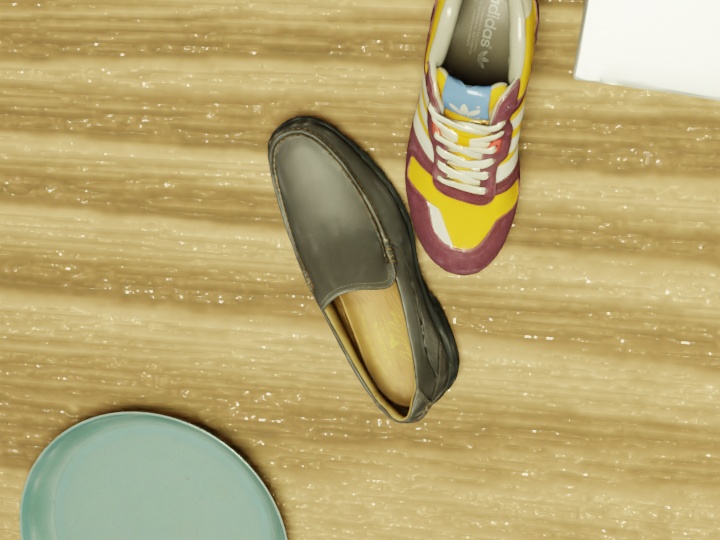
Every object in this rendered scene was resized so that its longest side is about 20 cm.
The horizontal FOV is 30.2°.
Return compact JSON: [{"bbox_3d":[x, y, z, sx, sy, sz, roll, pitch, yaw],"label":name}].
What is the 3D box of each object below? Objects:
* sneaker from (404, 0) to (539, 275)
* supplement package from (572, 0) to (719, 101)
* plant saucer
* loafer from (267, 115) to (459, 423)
[{"bbox_3d":[0.060,-0.086,0.767,0.074,0.090,0.202,7,109,10],"label":"sneaker"},{"bbox_3d":[0.172,-0.156,0.660,0.112,0.200,0.111,10,110,8],"label":"supplement package"},{"bbox_3d":[-0.142,0.187,0.937,0.198,0.027,0.202,4,109,11],"label":"plant saucer"},{"bbox_3d":[0.000,0.000,0.818,0.072,0.072,0.201,-27,100,20],"label":"loafer"}]
